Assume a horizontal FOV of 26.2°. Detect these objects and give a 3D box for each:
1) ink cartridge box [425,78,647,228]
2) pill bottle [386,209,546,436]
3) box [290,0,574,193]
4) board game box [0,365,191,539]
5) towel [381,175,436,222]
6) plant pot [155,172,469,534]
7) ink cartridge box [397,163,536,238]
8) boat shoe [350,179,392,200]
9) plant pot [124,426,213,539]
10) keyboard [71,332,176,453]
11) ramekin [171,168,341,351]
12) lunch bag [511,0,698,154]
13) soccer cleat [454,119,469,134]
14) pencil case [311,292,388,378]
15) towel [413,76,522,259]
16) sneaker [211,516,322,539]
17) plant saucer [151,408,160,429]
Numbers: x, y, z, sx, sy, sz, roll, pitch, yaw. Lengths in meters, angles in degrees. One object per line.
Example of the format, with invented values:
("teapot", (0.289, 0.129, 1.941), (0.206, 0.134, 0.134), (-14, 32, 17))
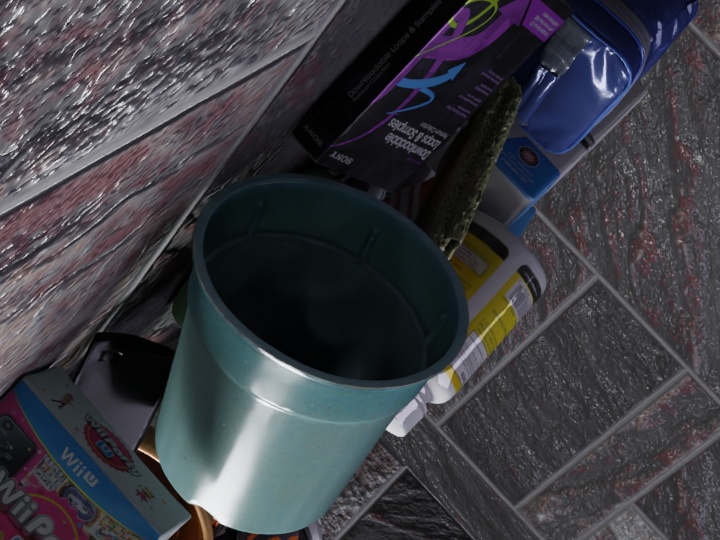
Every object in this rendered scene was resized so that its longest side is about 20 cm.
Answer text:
("ink cartridge box", (0.157, -0.154, 1.484), (0.200, 0.146, 0.084), (-41, 174, -32))
("pill bottle", (0.070, 0.049, 1.436), (0.200, 0.114, 0.114), (-47, 176, -14))
("box", (0.055, -0.145, 1.125), (0.200, 0.036, 0.143), (-44, 158, 15))
("board game box", (-0.240, 0.189, 1.083), (0.200, 0.148, 0.064), (-45, 173, 12))
("towel", (0.000, 0.000, 1.441), (0.199, 0.030, 0.147), (-24, -144, 26))
("plant pot", (-0.051, 0.071, 1.099), (0.200, 0.200, 0.197), (-38, 160, -50))
("ink cartridge box", (0.067, -0.016, 1.642), (0.201, 0.128, 0.125), (-57, -165, -18))
("boat shoe", (-0.031, -0.009, 1.563), (0.200, 0.056, 0.069), (-48, -154, 20))
("plant pot", (-0.216, 0.203, 1.258), (0.200, 0.200, 0.140), (-44, -169, 7))
("keyboard", (-0.221, 0.129, 1.156), (0.201, 0.104, 0.040), (-62, -144, 10))
("ramekin", (-0.064, 0.008, 1.293), (0.200, 0.098, 0.200), (-44, 176, -4))
("lunch bag", (0.179, -0.196, 1.337), (0.132, 0.136, 0.200), (-45, 176, -27))
("soccer cleat", (0.045, -0.121, 1.299), (0.073, 0.068, 0.200), (-48, 179, 2))
("pencil case", (-0.004, 0.071, 1.237), (0.093, 0.091, 0.200), (7, 141, -36))
("towel", (0.077, -0.061, 1.307), (0.201, 0.036, 0.149), (-65, -177, -32))
("sneaker", (-0.108, 0.189, 1.320), (0.077, 0.201, 0.112), (-27, -172, 32))
("plant saucer", (-0.169, 0.162, 1.473), (0.200, 0.198, 0.051), (124, -23, -70))
